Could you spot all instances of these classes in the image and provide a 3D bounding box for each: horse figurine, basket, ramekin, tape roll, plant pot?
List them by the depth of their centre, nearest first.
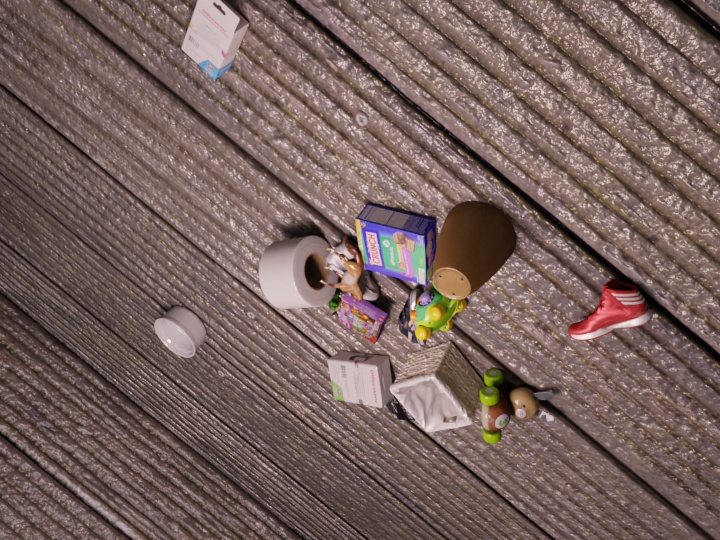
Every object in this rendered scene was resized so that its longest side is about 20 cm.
[{"bbox_3d":[0.251,-0.029,1.471,0.184,0.201,0.188,18,136,19],"label":"plant pot"},{"bbox_3d":[-0.039,0.001,1.713,0.131,0.050,0.202,27,134,10],"label":"horse figurine"},{"bbox_3d":[-0.176,0.007,1.805,0.138,0.203,0.205,-5,124,38],"label":"tape roll"},{"bbox_3d":[0.234,0.347,1.849,0.201,0.161,0.197,50,138,-13],"label":"basket"},{"bbox_3d":[-0.708,0.238,2.471,0.198,0.098,0.203,19,135,20],"label":"ramekin"}]

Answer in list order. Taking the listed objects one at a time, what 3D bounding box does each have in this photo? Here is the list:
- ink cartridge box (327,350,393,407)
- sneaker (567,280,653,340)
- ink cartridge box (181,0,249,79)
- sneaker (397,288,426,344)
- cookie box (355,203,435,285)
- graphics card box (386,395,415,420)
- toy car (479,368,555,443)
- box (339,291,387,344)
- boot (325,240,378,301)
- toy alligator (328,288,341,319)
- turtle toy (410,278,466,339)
[{"bbox_3d":[0.002,0.355,2.048,0.197,0.084,0.148,2,107,35],"label":"ink cartridge box"},{"bbox_3d":[0.565,0.085,1.459,0.198,0.078,0.117,-24,103,32],"label":"sneaker"},{"bbox_3d":[-0.345,-0.580,1.502,0.115,0.068,0.200,42,139,-4],"label":"ink cartridge box"},{"bbox_3d":[0.143,0.134,1.786,0.078,0.079,0.202,7,132,22],"label":"sneaker"},{"bbox_3d":[0.094,-0.068,1.641,0.197,0.075,0.173,16,136,25],"label":"cookie box"},{"bbox_3d":[0.171,0.435,2.056,0.198,0.051,0.126,-11,119,40],"label":"graphics card box"},{"bbox_3d":[0.445,0.386,1.757,0.197,0.158,0.167,1,118,20],"label":"toy car"},{"bbox_3d":[0.005,0.143,1.876,0.136,0.039,0.201,31,158,9],"label":"box"},{"bbox_3d":[0.000,0.000,1.775,0.199,0.074,0.095,40,126,-19],"label":"boot"},{"bbox_3d":[-0.081,0.079,1.858,0.058,0.200,0.055,19,106,-19],"label":"toy alligator"},{"bbox_3d":[0.207,0.089,1.670,0.101,0.145,0.201,46,125,25],"label":"turtle toy"}]
